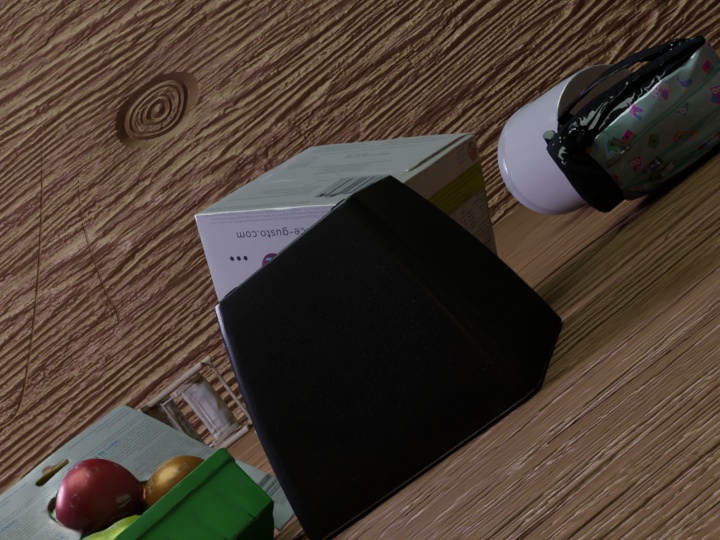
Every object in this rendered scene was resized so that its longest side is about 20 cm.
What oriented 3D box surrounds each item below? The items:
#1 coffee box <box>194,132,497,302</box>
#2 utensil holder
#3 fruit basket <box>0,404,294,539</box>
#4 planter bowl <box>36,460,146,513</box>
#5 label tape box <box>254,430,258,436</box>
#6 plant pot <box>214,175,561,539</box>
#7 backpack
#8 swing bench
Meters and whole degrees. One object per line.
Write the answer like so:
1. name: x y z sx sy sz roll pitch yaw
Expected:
1. coffee box: 0.000 0.000 1.117 0.198 0.200 0.200 -1 22 32
2. utensil holder: 0.302 -0.177 1.625 0.169 0.171 0.200 -38 3 -16
3. fruit basket: -0.170 0.189 0.889 0.198 0.095 0.185 15 34 29
4. planter bowl: -0.195 0.241 0.968 0.200 0.199 0.084 -38 -44 -41
5. label tape box: -0.030 0.150 1.269 0.143 0.066 0.200 -39 3 -15
6. plant pot: 0.012 0.045 0.873 0.199 0.178 0.200 -37 -1 18
7. backpack: 0.302 -0.153 1.241 0.199 0.127 0.167 -37 12 8
8. swing bench: -0.384 0.345 2.778 0.199 0.200 0.130 -37 0 5
